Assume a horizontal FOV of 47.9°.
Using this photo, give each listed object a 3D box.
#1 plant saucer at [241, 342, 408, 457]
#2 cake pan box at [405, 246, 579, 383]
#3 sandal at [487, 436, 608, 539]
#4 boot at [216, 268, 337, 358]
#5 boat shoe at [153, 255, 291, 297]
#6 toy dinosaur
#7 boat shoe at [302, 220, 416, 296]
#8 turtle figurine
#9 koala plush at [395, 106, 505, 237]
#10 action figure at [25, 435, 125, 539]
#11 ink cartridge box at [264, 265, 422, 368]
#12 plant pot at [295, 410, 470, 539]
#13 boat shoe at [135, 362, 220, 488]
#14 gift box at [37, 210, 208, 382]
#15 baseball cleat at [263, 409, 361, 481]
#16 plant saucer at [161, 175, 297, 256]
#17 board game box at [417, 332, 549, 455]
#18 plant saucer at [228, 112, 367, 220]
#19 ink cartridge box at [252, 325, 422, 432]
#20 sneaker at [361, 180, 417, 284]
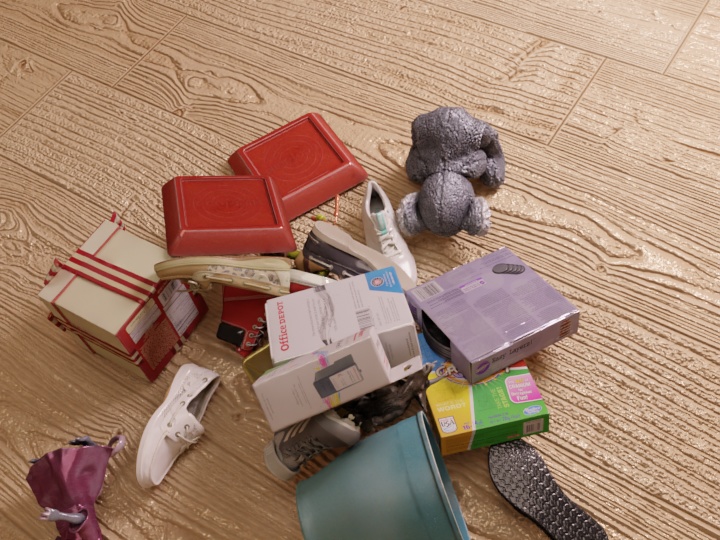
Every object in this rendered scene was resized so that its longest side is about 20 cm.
[{"bbox_3d":[-0.046,0.165,1.221,0.200,0.048,0.200,-32,57,-12],"label":"plant saucer"},{"bbox_3d":[0.188,0.061,1.199,0.200,0.052,0.184,-24,40,-18],"label":"cake pan box"},{"bbox_3d":[0.240,0.310,1.084,0.075,0.048,0.200,-36,71,-16],"label":"sandal"},{"bbox_3d":[-0.131,0.069,1.266,0.200,0.072,0.145,2,81,24],"label":"boot"},{"bbox_3d":[-0.201,0.010,1.193,0.200,0.073,0.063,0,91,-8],"label":"boat shoe"},{"bbox_3d":[0.019,0.186,1.115,0.200,0.102,0.077,-26,70,38],"label":"toy dinosaur"},{"bbox_3d":[0.000,0.000,1.265,0.200,0.063,0.073,33,21,-5],"label":"boat shoe"},{"bbox_3d":[-0.088,-0.022,1.336,0.161,0.064,0.200,-1,85,16],"label":"turtle figurine"},{"bbox_3d":[0.142,-0.145,1.337,0.177,0.184,0.200,6,69,14],"label":"koala plush"},{"bbox_3d":[-0.401,0.348,1.147,0.149,0.134,0.200,0,58,-44],"label":"action figure"},{"bbox_3d":[-0.027,0.088,1.166,0.200,0.084,0.145,-15,36,-1],"label":"ink cartridge box"},{"bbox_3d":[0.026,0.307,1.035,0.188,0.200,0.200,-21,55,4],"label":"plant pot"},{"bbox_3d":[-0.265,0.228,1.199,0.069,0.071,0.200,9,57,17],"label":"boat shoe"},{"bbox_3d":[-0.375,0.033,1.277,0.187,0.200,0.185,22,57,23],"label":"gift box"},{"bbox_3d":[-0.066,0.231,1.062,0.070,0.200,0.107,34,71,-15],"label":"baseball cleat"},{"bbox_3d":[-0.214,-0.098,1.306,0.199,0.037,0.200,-2,37,-16],"label":"plant saucer"},{"bbox_3d":[0.162,0.159,1.157,0.153,0.040,0.200,-12,40,-5],"label":"board game box"},{"bbox_3d":[-0.119,-0.196,1.474,0.199,0.037,0.200,-29,57,-10],"label":"plant saucer"},{"bbox_3d":[-0.026,0.126,1.027,0.200,0.117,0.067,-23,91,2],"label":"ink cartridge box"},{"bbox_3d":[0.038,-0.057,1.330,0.075,0.089,0.200,-17,60,-3],"label":"sneaker"}]
